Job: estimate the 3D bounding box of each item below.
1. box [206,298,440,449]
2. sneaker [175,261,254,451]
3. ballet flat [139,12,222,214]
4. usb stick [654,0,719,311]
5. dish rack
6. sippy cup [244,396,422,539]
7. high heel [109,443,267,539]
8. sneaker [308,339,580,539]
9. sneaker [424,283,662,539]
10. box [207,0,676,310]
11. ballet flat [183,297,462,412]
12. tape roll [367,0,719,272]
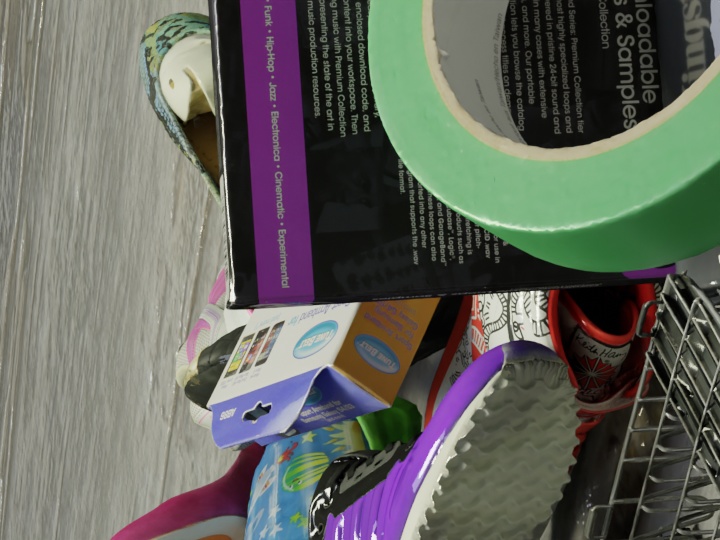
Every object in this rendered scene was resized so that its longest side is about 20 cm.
[{"bbox_3d":[0.000,0.000,1.122,0.119,0.041,0.201,-22,40,57],"label":"box"},{"bbox_3d":[-0.063,0.042,1.360,0.088,0.081,0.200,-53,3,10],"label":"sneaker"},{"bbox_3d":[-0.065,-0.077,1.309,0.200,0.074,0.074,57,148,26],"label":"ballet flat"},{"bbox_3d":[0.136,-0.085,0.930,0.055,0.032,0.201,-13,79,59],"label":"usb stick"},{"bbox_3d":[0.137,0.105,0.895,0.154,0.054,0.201,-114,22,-45],"label":"dish rack"},{"bbox_3d":[-0.004,0.148,1.239,0.178,0.139,0.131,-39,34,23],"label":"sippy cup"},{"bbox_3d":[-0.085,0.120,1.336,0.096,0.199,0.068,45,127,27],"label":"high heel"},{"bbox_3d":[0.020,0.100,1.037,0.100,0.069,0.201,50,127,43],"label":"sneaker"},{"bbox_3d":[0.079,0.056,1.063,0.108,0.067,0.203,-127,42,-63],"label":"sneaker"},{"bbox_3d":[0.042,-0.061,0.959,0.036,0.199,0.144,138,128,-82],"label":"box"},{"bbox_3d":[-0.006,0.027,1.220,0.199,0.066,0.057,-24,47,29],"label":"ballet flat"},{"bbox_3d":[0.095,-0.102,0.863,0.200,0.048,0.202,-16,63,34],"label":"tape roll"}]
